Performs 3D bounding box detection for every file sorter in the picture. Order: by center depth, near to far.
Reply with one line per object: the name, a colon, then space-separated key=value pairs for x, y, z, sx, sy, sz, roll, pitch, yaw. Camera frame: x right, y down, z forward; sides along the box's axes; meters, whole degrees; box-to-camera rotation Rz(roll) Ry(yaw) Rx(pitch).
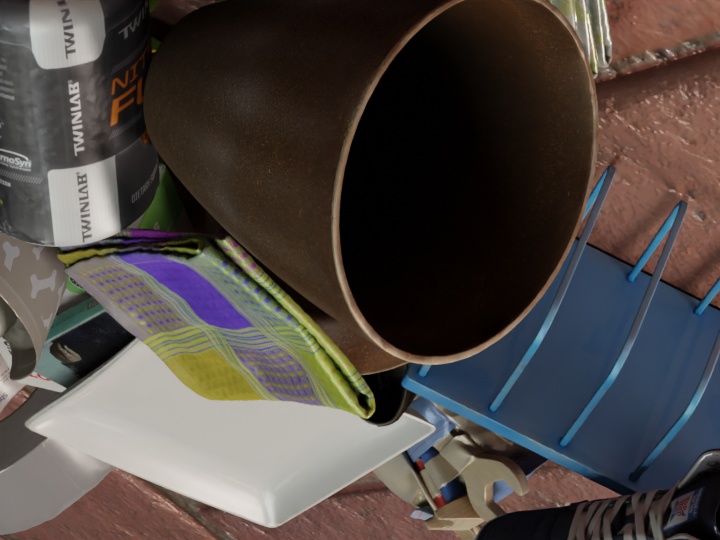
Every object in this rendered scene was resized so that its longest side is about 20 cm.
file sorter: x=0.151 y=0.031 z=1.333 sx=0.199 sy=0.139 sz=0.123 roll=26 pitch=150 yaw=0

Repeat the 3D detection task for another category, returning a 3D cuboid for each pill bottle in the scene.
pill bottle: x=-0.162 y=-0.119 z=1.221 sx=0.106 sy=0.106 sz=0.201 roll=17 pitch=135 yaw=17

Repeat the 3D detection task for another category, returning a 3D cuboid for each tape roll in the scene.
tape roll: x=-0.253 y=0.095 z=1.717 sx=0.199 sy=0.201 sz=0.066 roll=2 pitch=145 yaw=38

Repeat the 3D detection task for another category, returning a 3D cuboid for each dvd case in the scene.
dvd case: x=-0.104 y=0.069 z=1.502 sx=0.199 sy=0.022 sz=0.146 roll=30 pitch=141 yaw=-33

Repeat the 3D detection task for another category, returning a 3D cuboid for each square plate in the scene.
square plate: x=-0.085 y=0.092 z=1.488 sx=0.199 sy=0.029 sz=0.198 roll=25 pitch=143 yaw=-25

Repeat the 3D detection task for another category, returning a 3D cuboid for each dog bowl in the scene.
dog bowl: x=-0.266 y=-0.016 z=1.405 sx=0.199 sy=0.059 sz=0.200 roll=26 pitch=154 yaw=14

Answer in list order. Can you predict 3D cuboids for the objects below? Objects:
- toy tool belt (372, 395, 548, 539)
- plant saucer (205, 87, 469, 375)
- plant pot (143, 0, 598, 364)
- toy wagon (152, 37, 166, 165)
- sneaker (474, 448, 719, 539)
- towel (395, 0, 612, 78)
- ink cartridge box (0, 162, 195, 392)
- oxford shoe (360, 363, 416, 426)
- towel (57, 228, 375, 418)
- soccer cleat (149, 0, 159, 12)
toy tool belt: x=0.083 y=0.120 z=1.538 sx=0.123 sy=0.125 sz=0.200 roll=55 pitch=155 yaw=5
plant saucer: x=-0.010 y=-0.044 z=1.283 sx=0.199 sy=0.202 sz=0.037 roll=9 pitch=177 yaw=30
plant pot: x=-0.014 y=-0.070 z=1.181 sx=0.199 sy=0.187 sz=0.187 roll=21 pitch=155 yaw=42
toy wagon: x=-0.161 y=-0.112 z=1.460 sx=0.155 sy=0.040 sz=0.200 roll=38 pitch=150 yaw=-21
sneaker: x=0.156 y=0.147 z=1.300 sx=0.199 sy=0.070 sz=0.109 roll=6 pitch=146 yaw=16
towel: x=0.028 y=-0.175 z=1.186 sx=0.199 sy=0.048 sz=0.172 roll=14 pitch=147 yaw=22
ink cartridge box: x=-0.181 y=0.006 z=1.541 sx=0.145 sy=0.084 sz=0.200 roll=11 pitch=150 yaw=20
oxford shoe: x=0.000 y=0.000 z=1.356 sx=0.072 sy=0.085 sz=0.201 roll=-14 pitch=113 yaw=10
towel: x=-0.083 y=0.030 z=1.293 sx=0.144 sy=0.023 sz=0.200 roll=47 pitch=158 yaw=-23
soccer cleat: x=-0.152 y=-0.212 z=1.275 sx=0.084 sy=0.065 sz=0.200 roll=39 pitch=163 yaw=28
